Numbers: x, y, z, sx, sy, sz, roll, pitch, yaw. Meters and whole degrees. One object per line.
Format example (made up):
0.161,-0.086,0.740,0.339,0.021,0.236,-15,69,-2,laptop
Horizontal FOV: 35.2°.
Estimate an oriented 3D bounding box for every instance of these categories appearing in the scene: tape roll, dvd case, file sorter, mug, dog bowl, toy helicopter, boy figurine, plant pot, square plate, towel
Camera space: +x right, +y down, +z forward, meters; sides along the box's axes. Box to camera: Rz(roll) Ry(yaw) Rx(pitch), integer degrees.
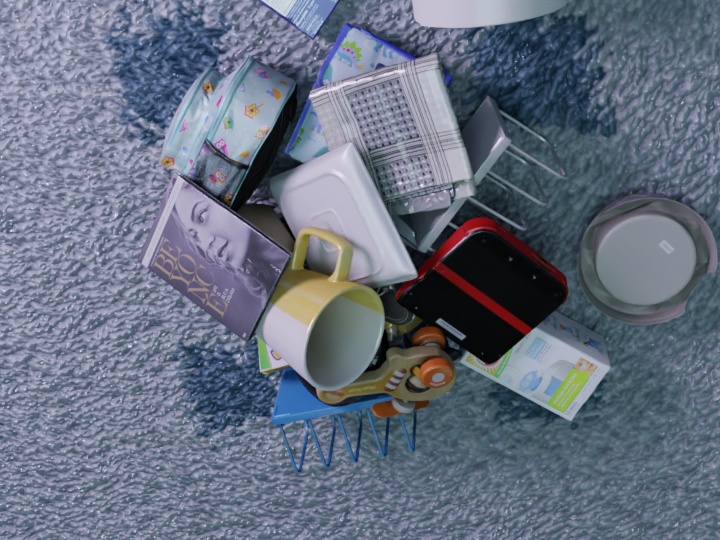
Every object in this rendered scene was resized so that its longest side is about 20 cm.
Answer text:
0.158,-0.399,1.434,0.202,0.203,0.140,-4,114,8,tape roll
-0.199,-0.018,1.530,0.200,0.016,0.149,36,118,14,dvd case
-0.018,0.221,1.771,0.199,0.139,0.123,-12,116,11,file sorter
-0.061,0.051,1.557,0.187,0.153,0.149,-58,139,-7,mug
0.414,-0.022,1.656,0.199,0.059,0.201,2,115,4,dog bowl
0.037,0.161,1.606,0.199,0.079,0.133,-8,134,-5,toy helicopter
0.079,0.049,1.672,0.124,0.064,0.201,-28,101,-27,boy figurine
0.178,-0.111,1.593,0.124,0.139,0.200,28,115,-20,file sorter
-0.161,-0.020,1.659,0.134,0.200,0.201,-34,108,-2,plant pot
-0.033,-0.057,1.556,0.198,0.028,0.201,-17,102,49,square plate
0.043,-0.166,1.496,0.192,0.035,0.201,-12,108,22,towel

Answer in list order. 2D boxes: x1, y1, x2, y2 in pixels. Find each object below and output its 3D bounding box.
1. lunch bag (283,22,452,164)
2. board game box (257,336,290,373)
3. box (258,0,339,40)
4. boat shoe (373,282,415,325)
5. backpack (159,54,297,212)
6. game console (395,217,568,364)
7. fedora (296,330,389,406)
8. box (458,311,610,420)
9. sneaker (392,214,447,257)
0.012,-0.218,1.579,0.170,0.127,0.201,27,103,-1,lunch bag
-0.094,0.093,1.710,0.200,0.030,0.096,-20,70,44,board game box
-0.112,-0.421,1.544,0.200,0.032,0.121,34,113,-11,box
0.000,0.000,1.613,0.067,0.057,0.200,-42,78,25,boat shoe
-0.177,-0.199,1.572,0.153,0.176,0.200,36,118,-9,backpack
0.175,0.030,1.590,0.200,0.031,0.177,35,116,-26,game console
-0.016,0.108,1.714,0.091,0.201,0.201,7,125,-44,fedora
0.259,0.118,1.712,0.199,0.101,0.113,28,114,-7,box
0.038,-0.070,1.675,0.200,0.073,0.071,34,123,0,sneaker
